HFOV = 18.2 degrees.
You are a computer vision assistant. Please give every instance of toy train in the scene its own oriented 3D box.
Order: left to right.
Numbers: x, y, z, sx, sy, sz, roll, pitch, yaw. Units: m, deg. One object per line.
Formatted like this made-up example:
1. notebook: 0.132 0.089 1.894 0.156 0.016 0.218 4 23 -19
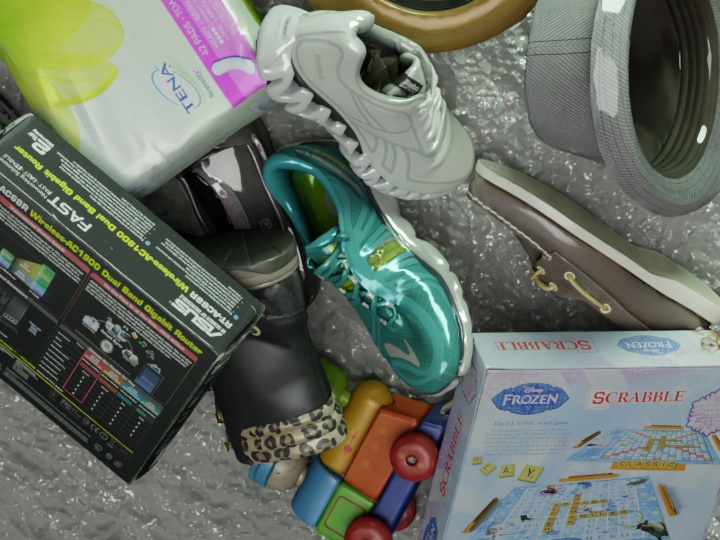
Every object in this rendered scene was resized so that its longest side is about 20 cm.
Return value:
1. toy train: 0.011 0.094 1.540 0.115 0.085 0.200 30 109 7

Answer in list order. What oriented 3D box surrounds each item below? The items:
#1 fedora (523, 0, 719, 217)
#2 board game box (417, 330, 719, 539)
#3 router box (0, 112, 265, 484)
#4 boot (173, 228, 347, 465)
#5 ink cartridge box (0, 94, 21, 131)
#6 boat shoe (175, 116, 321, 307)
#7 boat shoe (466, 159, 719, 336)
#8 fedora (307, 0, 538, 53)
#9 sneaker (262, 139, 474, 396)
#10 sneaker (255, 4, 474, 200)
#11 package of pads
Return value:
1. fedora: 0.164 -0.124 1.416 0.090 0.200 0.178 3 91 31
2. board game box: 0.150 0.130 1.505 0.199 0.041 0.200 0 125 -19
3. router box: -0.178 0.019 1.428 0.200 0.062 0.150 39 133 2
4. boot: -0.102 0.051 1.496 0.199 0.073 0.151 -5 116 37
5. ink cartridge box: -0.268 -0.063 1.508 0.109 0.050 0.200 -40 102 15
6. boat shoe: -0.083 -0.056 1.497 0.067 0.057 0.200 -25 107 11
7. boat shoe: 0.150 -0.004 1.498 0.200 0.072 0.060 31 105 -14
8. fedora: 0.036 -0.238 1.412 0.200 0.082 0.201 1 110 3
9. sneaker: 0.000 0.000 1.457 0.078 0.080 0.200 -48 64 30
10. sneaker: 0.020 -0.104 1.417 0.081 0.075 0.200 -9 152 35
11. package of pads: -0.155 -0.157 1.437 0.154 0.068 0.200 -34 88 13
